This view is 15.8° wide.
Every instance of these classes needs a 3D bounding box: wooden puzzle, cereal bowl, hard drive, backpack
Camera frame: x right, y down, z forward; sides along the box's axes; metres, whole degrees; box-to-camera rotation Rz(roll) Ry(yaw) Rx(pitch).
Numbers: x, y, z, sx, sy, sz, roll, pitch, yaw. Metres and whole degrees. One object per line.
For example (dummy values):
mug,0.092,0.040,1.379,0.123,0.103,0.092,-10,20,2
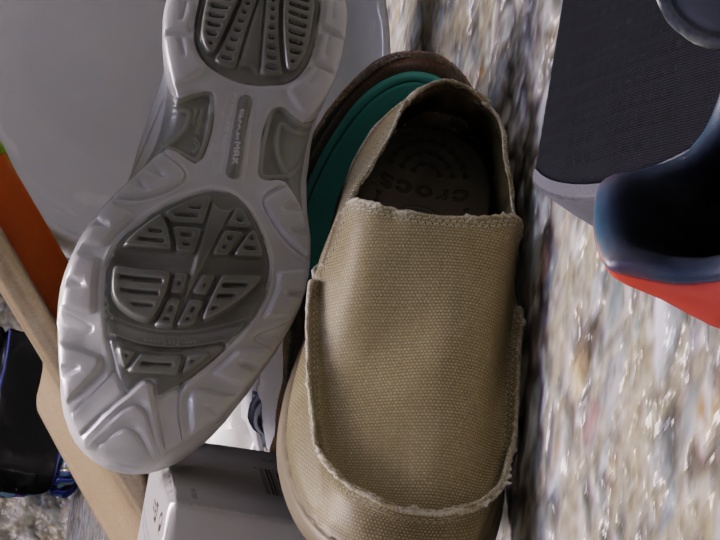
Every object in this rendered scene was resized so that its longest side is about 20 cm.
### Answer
wooden puzzle,-0.124,-0.004,0.949,0.201,0.037,0.185,68,170,-27
cereal bowl,-0.093,-0.094,1.094,0.083,0.199,0.201,166,114,-67
hard drive,0.083,-0.070,0.583,0.200,0.042,0.136,173,106,-81
backpack,-0.377,0.178,2.953,0.200,0.134,0.183,121,157,-65

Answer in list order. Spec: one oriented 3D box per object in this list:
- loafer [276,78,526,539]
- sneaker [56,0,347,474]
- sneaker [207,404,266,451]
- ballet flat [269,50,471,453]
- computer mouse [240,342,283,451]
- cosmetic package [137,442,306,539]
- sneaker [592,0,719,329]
loafer,0.014,0.013,0.826,0.200,0.076,0.068,-90,7,-47
sneaker,-0.052,-0.011,0.896,0.099,0.078,0.201,106,-178,-62
sneaker,-0.071,0.036,1.172,0.074,0.115,0.201,-28,-47,-76
ballet flat,0.000,0.000,0.975,0.067,0.068,0.201,-83,8,-64
computer mouse,-0.033,0.046,1.068,0.110,0.044,0.201,46,124,48
cosmetic package,-0.035,0.168,0.876,0.085,0.107,0.201,-123,45,-75
sneaker,0.089,-0.071,0.408,0.075,0.084,0.201,-97,19,-62
